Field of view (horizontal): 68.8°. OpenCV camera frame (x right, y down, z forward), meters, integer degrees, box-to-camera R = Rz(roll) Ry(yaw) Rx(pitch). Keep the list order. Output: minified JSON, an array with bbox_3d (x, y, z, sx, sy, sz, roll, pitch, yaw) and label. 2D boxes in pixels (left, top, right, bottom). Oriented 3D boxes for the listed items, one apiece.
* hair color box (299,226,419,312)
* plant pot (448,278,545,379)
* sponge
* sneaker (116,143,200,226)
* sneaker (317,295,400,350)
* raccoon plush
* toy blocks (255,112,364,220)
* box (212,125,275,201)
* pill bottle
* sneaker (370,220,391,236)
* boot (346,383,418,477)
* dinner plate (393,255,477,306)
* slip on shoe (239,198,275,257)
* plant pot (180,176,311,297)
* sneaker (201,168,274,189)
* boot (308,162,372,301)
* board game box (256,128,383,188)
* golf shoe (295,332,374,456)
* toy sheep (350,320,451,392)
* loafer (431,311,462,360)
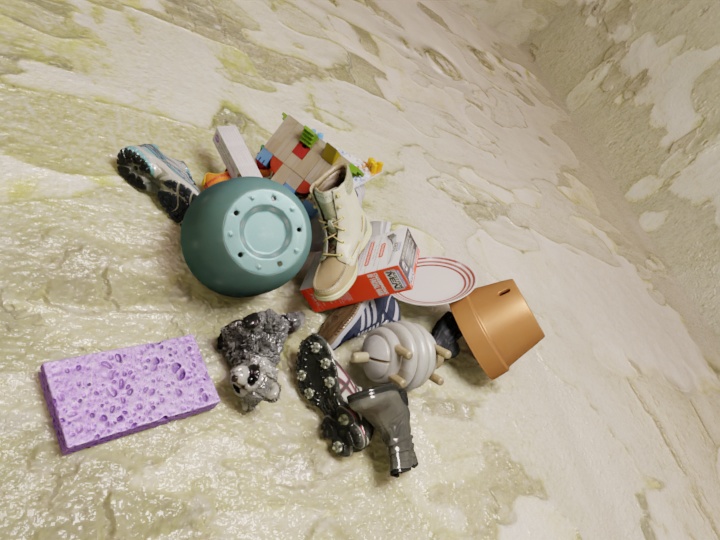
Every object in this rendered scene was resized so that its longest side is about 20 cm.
[{"bbox_3d":[0.000,0.000,0.955,0.064,0.199,0.111,58,31,-30],"label":"hair color box"},{"bbox_3d":[0.291,0.108,1.109,0.200,0.140,0.200,55,14,-21],"label":"plant pot"},{"bbox_3d":[-0.297,0.155,0.693,0.200,0.030,0.112,-7,62,-45],"label":"sponge"},{"bbox_3d":[-0.314,-0.152,0.910,0.200,0.078,0.086,42,35,-4],"label":"sneaker"},{"bbox_3d":[0.006,0.100,0.978,0.109,0.070,0.200,55,52,-24],"label":"sneaker"},{"bbox_3d":[-0.128,0.133,0.820,0.200,0.097,0.134,-11,72,-46],"label":"raccoon plush"},{"bbox_3d":[-0.111,-0.181,0.963,0.200,0.137,0.100,40,3,11],"label":"toy blocks"},{"bbox_3d":[-0.209,-0.174,0.956,0.041,0.039,0.200,-18,71,-37],"label":"box"},{"bbox_3d":[-0.063,-0.131,1.085,0.111,0.111,0.200,42,38,-4],"label":"pill bottle"},{"bbox_3d":[0.013,-0.027,1.114,0.082,0.075,0.200,8,47,7],"label":"sneaker"},{"bbox_3d":[0.048,0.252,0.819,0.200,0.067,0.131,38,36,-61],"label":"boot"},{"bbox_3d":[0.148,0.025,1.126,0.199,0.024,0.200,-5,32,3],"label":"dinner plate"},{"bbox_3d":[-0.178,-0.072,0.971,0.076,0.061,0.200,30,41,-18],"label":"slip on shoe"},{"bbox_3d":[-0.167,-0.055,0.818,0.200,0.161,0.202,0,89,-25],"label":"plant pot"},{"bbox_3d":[-0.216,-0.182,1.026,0.077,0.073,0.200,50,37,13],"label":"sneaker"},{"bbox_3d":[-0.045,-0.064,0.868,0.155,0.072,0.200,71,32,-43],"label":"boot"},{"bbox_3d":[-0.078,-0.231,1.094,0.200,0.026,0.200,30,35,17],"label":"board game box"},{"bbox_3d":[-0.042,0.198,0.858,0.088,0.077,0.201,0,64,-63],"label":"golf shoe"},{"bbox_3d":[0.069,0.151,0.925,0.199,0.138,0.138,12,49,-37],"label":"toy sheep"},{"bbox_3d":[0.171,0.154,1.078,0.070,0.068,0.201,39,35,5],"label":"loafer"}]
